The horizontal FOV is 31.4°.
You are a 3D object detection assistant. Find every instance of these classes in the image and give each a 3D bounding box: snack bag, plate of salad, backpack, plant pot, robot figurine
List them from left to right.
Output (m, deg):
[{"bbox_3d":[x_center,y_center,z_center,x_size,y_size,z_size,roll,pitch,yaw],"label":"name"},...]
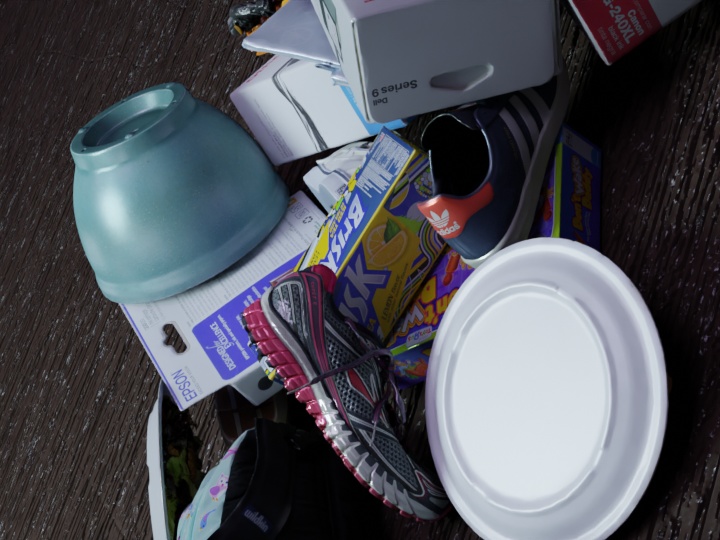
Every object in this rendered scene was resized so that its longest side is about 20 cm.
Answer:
[{"bbox_3d":[-0.181,-0.084,1.166,0.198,0.135,0.201,-21,29,12],"label":"plant pot"},{"bbox_3d":[-0.143,0.187,1.060,0.200,0.047,0.203,174,90,-87],"label":"plate of salad"},{"bbox_3d":[-0.065,0.207,0.916,0.127,0.166,0.201,-43,29,30],"label":"backpack"},{"bbox_3d":[-0.044,-0.268,1.279,0.199,0.144,0.059,-22,86,50],"label":"robot figurine"},{"bbox_3d":[0.028,-0.201,1.003,0.198,0.022,0.189,16,48,30],"label":"snack bag"},{"bbox_3d":[0.118,0.081,0.821,0.199,0.048,0.203,-9,78,48],"label":"plate of salad"}]

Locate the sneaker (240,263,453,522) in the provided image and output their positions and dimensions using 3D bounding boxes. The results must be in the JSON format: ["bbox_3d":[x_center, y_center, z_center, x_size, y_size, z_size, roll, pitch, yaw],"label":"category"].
[{"bbox_3d":[0.001,0.088,0.890,0.074,0.201,0.081,-37,0,0],"label":"sneaker"}]

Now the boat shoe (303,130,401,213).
[{"bbox_3d":[0.005,-0.080,1.082,0.086,0.075,0.202,-38,4,-4],"label":"boat shoe"}]

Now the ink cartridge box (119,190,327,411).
[{"bbox_3d":[-0.092,0.030,1.102,0.199,0.044,0.198,-32,35,-9],"label":"ink cartridge box"}]

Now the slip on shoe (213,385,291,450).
[{"bbox_3d":[-0.094,0.093,1.123,0.075,0.061,0.201,-22,42,3],"label":"slip on shoe"}]

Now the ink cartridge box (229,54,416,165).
[{"bbox_3d":[-0.001,-0.179,1.128,0.199,0.085,0.145,-11,29,52],"label":"ink cartridge box"}]

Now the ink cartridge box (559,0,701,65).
[{"bbox_3d":[0.214,-0.259,0.884,0.199,0.083,0.146,-34,39,11],"label":"ink cartridge box"}]

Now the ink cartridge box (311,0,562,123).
[{"bbox_3d":[0.045,-0.203,0.916,0.144,0.085,0.201,-15,39,-5],"label":"ink cartridge box"}]

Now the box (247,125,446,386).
[{"bbox_3d":[0.000,0.000,0.965,0.201,0.070,0.064,-57,30,8],"label":"box"}]

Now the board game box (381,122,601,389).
[{"bbox_3d":[0.089,-0.006,0.952,0.199,0.044,0.136,-27,46,43],"label":"board game box"}]

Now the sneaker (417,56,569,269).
[{"bbox_3d":[0.089,-0.104,0.900,0.075,0.084,0.202,-24,42,45],"label":"sneaker"}]
